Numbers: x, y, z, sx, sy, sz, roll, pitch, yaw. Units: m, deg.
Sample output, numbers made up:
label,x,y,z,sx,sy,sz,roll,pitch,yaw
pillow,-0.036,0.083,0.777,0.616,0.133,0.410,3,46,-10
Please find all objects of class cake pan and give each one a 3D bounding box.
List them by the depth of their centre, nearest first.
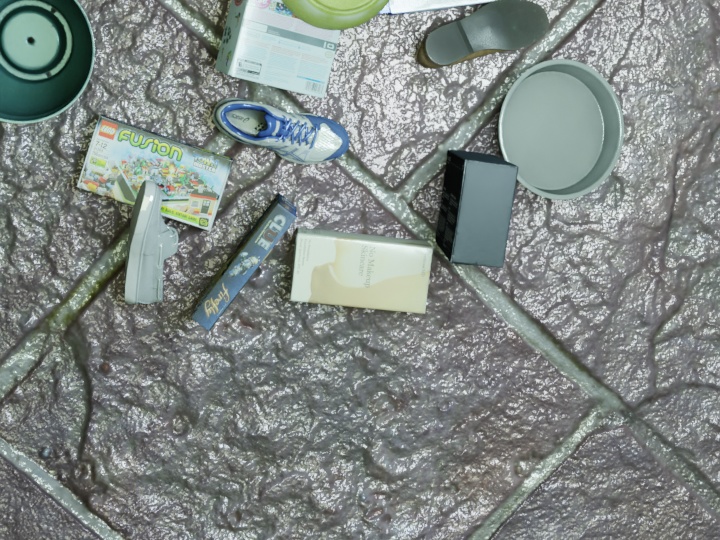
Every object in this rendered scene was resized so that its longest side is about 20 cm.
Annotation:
label,x,y,z,sx,sy,sz,roll,pitch,yaw
cake pan,0.284,-0.202,1.685,0.200,0.037,0.201,-1,94,-18

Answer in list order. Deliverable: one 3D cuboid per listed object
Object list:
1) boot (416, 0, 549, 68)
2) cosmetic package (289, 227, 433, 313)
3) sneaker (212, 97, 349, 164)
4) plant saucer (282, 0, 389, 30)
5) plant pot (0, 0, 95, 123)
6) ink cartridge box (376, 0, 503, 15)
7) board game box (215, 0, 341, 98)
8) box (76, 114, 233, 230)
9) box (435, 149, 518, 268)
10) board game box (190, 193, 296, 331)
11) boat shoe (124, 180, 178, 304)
label,x,y,z,sx,sy,sz,roll,pitch,yaw
boot,0.172,-0.335,1.668,0.200,0.075,0.074,-18,90,-15
cosmetic package,0.000,0.000,1.706,0.200,0.071,0.105,4,99,-4
sneaker,-0.113,-0.194,1.658,0.200,0.088,0.075,11,97,-7
plant saucer,-0.025,-0.424,1.577,0.200,0.031,0.200,-7,110,-21
plant pot,-0.456,-0.309,1.589,0.200,0.134,0.201,-2,105,-6
ink cartridge box,0.101,-0.429,1.655,0.200,0.042,0.120,-8,99,-5
board game box,-0.102,-0.355,1.620,0.147,0.064,0.200,10,102,-28
box,-0.294,-0.140,1.682,0.200,0.035,0.110,18,98,-6
box,0.159,-0.090,1.635,0.079,0.200,0.141,5,100,-3
board game box,-0.164,-0.015,1.661,0.035,0.136,0.200,37,96,-9
boat shoe,-0.295,-0.036,1.664,0.068,0.072,0.200,5,117,-16
